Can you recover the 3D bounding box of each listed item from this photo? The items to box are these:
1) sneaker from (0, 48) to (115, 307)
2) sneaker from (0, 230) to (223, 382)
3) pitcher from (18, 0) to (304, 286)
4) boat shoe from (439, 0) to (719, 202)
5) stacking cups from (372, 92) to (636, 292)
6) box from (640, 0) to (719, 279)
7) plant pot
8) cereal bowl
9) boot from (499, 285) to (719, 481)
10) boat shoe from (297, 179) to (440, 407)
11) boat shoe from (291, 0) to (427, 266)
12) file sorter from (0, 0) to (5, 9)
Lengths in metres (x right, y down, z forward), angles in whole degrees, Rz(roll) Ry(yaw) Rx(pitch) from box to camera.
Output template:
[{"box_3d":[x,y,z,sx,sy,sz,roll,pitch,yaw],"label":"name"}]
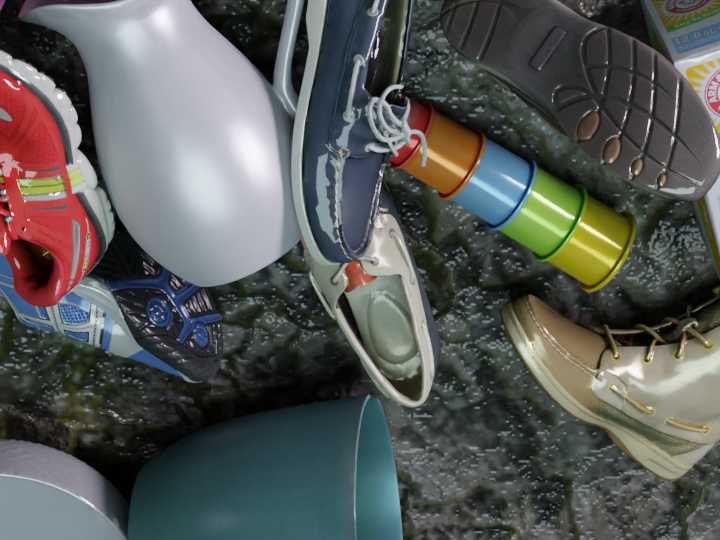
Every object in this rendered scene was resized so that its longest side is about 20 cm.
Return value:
[{"box_3d":[-0.203,-0.052,1.218,0.077,0.085,0.200,10,145,31],"label":"sneaker"},{"box_3d":[-0.174,0.011,1.368,0.200,0.076,0.077,37,135,-25],"label":"sneaker"},{"box_3d":[-0.087,-0.105,1.271,0.171,0.121,0.200,-23,110,6],"label":"pitcher"},{"box_3d":[0.139,-0.112,1.266,0.200,0.073,0.075,42,96,17],"label":"boat shoe"},{"box_3d":[0.079,-0.056,1.353,0.200,0.061,0.061,28,116,-16],"label":"stacking cups"},{"box_3d":[0.256,-0.087,1.320,0.112,0.101,0.200,-17,122,5],"label":"box"},{"box_3d":[-0.064,0.187,1.414,0.161,0.201,0.201,-4,123,10],"label":"plant pot"},{"box_3d":[-0.242,0.194,1.454,0.200,0.083,0.200,0,123,0],"label":"cereal bowl"},{"box_3d":[0.205,0.045,1.411,0.155,0.073,0.200,-40,121,22],"label":"boot"},{"box_3d":[0.000,0.000,1.373,0.071,0.063,0.200,-19,121,9],"label":"boat shoe"},{"box_3d":[0.004,-0.101,1.264,0.062,0.075,0.200,5,88,24],"label":"boat shoe"},{"box_3d":[-0.171,-0.223,1.164,0.200,0.125,0.139,-10,122,10],"label":"file sorter"}]
